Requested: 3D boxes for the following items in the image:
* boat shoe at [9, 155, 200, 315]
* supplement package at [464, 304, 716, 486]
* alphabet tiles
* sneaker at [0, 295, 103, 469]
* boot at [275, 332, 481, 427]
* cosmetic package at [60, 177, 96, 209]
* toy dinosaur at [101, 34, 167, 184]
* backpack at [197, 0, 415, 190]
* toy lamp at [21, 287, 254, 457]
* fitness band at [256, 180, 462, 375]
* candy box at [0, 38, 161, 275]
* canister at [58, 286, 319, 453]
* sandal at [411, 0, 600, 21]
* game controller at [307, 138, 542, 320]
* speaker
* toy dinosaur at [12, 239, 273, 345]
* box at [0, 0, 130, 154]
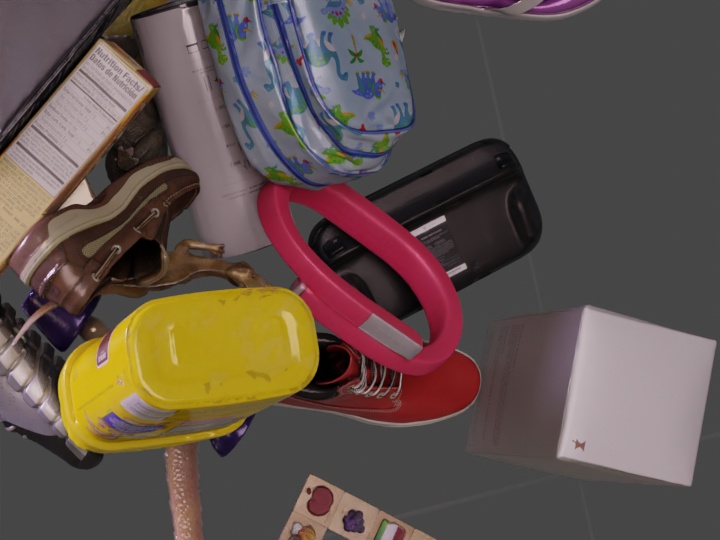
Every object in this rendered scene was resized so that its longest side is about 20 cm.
[{"bbox_3d":[-0.171,-0.019,1.391,0.075,0.075,0.202,43,37,8],"label":"boat shoe"},{"bbox_3d":[0.177,0.102,1.501,0.116,0.200,0.118,15,82,-15],"label":"supplement package"},{"bbox_3d":[-0.013,0.292,1.542,0.166,0.008,0.201,28,80,-10],"label":"alphabet tiles"},{"bbox_3d":[-0.293,0.093,1.468,0.115,0.075,0.201,-33,107,10],"label":"sneaker"},{"bbox_3d":[0.014,0.083,1.496,0.198,0.144,0.073,4,83,-15],"label":"boot"},{"bbox_3d":[-0.289,-0.110,1.475,0.103,0.073,0.202,-27,93,-14],"label":"cosmetic package"},{"bbox_3d":[-0.181,-0.109,1.495,0.076,0.102,0.202,-17,107,24],"label":"toy dinosaur"},{"bbox_3d":[-0.041,-0.161,1.425,0.162,0.152,0.203,-3,93,-54],"label":"backpack"},{"bbox_3d":[-0.176,0.071,1.497,0.199,0.058,0.058,37,78,-10],"label":"toy lamp"},{"bbox_3d":[0.000,0.000,1.467,0.199,0.144,0.037,37,119,-21],"label":"fitness band"},{"bbox_3d":[-0.229,-0.074,1.371,0.055,0.115,0.200,40,92,-7],"label":"candy box"},{"bbox_3d":[-0.126,0.073,1.375,0.147,0.200,0.088,-6,80,-23],"label":"canister"},{"bbox_3d":[0.133,-0.251,1.600,0.200,0.050,0.083,-9,88,-14],"label":"sandal"},{"bbox_3d":[0.056,-0.028,1.575,0.199,0.042,0.105,-26,106,-14],"label":"game controller"},{"bbox_3d":[-0.114,-0.113,1.493,0.080,0.081,0.202,-20,103,-14],"label":"speaker"},{"bbox_3d":[-0.169,0.002,1.439,0.198,0.101,0.059,-10,106,-8],"label":"toy dinosaur"},{"bbox_3d":[-0.253,-0.178,1.348,0.123,0.200,0.199,39,77,-9],"label":"box"}]
